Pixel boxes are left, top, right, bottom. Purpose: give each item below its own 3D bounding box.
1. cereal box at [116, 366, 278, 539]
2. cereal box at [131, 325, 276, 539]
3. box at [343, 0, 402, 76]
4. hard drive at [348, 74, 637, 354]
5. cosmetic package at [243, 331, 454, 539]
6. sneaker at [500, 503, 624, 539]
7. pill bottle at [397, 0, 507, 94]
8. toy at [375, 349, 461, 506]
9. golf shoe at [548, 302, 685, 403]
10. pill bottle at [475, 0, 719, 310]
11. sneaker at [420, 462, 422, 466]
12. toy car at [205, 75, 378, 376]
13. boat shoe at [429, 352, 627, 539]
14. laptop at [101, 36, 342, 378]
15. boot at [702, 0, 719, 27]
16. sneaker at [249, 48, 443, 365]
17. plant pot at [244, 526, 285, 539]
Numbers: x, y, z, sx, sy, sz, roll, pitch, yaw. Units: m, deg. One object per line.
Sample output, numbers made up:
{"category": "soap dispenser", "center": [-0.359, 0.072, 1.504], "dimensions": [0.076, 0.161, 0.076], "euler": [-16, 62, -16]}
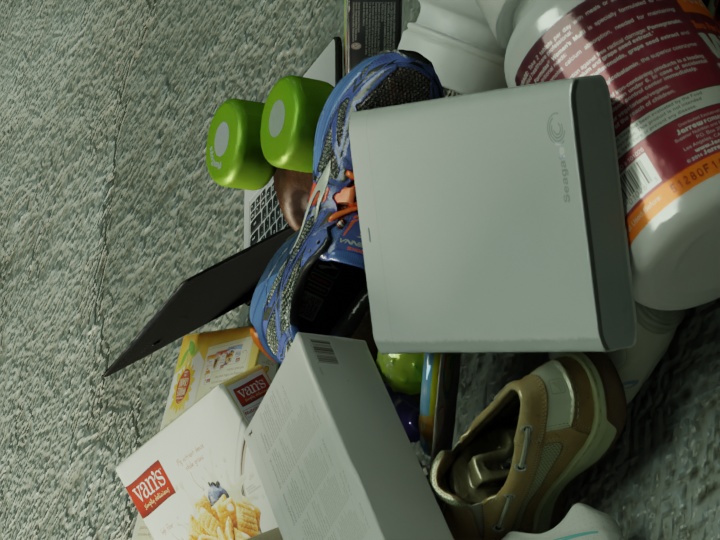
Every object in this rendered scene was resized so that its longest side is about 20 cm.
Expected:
{"category": "cereal box", "center": [-0.056, 0.173, 1.564], "dimensions": [0.201, 0.039, 0.144], "euler": [59, 140, 7]}
{"category": "cereal box", "center": [-0.105, 0.141, 1.828], "dimensions": [0.144, 0.039, 0.201], "euler": [-8, 66, 63]}
{"category": "box", "center": [0.007, -0.162, 1.705], "dimensions": [0.201, 0.034, 0.111], "euler": [91, 178, -53]}
{"category": "hard drive", "center": [0.064, -0.024, 1.345], "dimensions": [0.200, 0.026, 0.133], "euler": [-3, 94, 58]}
{"category": "cosmetic package", "center": [-0.001, 0.133, 1.412], "dimensions": [0.083, 0.050, 0.201], "euler": [-59, 38, 32]}
{"category": "sneaker", "center": [0.078, 0.190, 1.406], "dimensions": [0.200, 0.070, 0.081], "euler": [-33, 38, 43]}
{"category": "pill bottle", "center": [0.092, -0.202, 1.583], "dimensions": [0.111, 0.110, 0.201], "euler": [32, 102, 64]}
{"category": "toy", "center": [0.035, 0.039, 1.483], "dimensions": [0.115, 0.047, 0.202], "euler": [-20, -61, -80]}
{"category": "golf shoe", "center": [0.112, 0.005, 1.450], "dimensions": [0.098, 0.078, 0.200], "euler": [-71, 23, 14]}
{"category": "pill bottle", "center": [0.140, -0.088, 1.337], "dimensions": [0.110, 0.109, 0.201], "euler": [-50, 55, 37]}
{"category": "sneaker", "center": [-0.019, 0.147, 1.626], "dimensions": [0.200, 0.077, 0.083], "euler": [162, 120, -71]}
{"category": "toy car", "center": [0.000, 0.000, 1.589], "dimensions": [0.158, 0.163, 0.202], "euler": [-13, 71, 62]}
{"category": "boat shoe", "center": [0.069, 0.109, 1.415], "dimensions": [0.072, 0.076, 0.201], "euler": [64, 147, 31]}
{"category": "laptop", "center": [-0.096, -0.042, 1.813], "dimensions": [0.187, 0.115, 0.201], "euler": [136, 138, -58]}
{"category": "boot", "center": [0.155, -0.176, 1.441], "dimensions": [0.203, 0.073, 0.154], "euler": [-35, 41, 19]}
{"category": "sneaker", "center": [0.000, -0.028, 1.487], "dimensions": [0.078, 0.075, 0.201], "euler": [-125, 53, -70]}
{"category": "plant pot", "center": [-0.094, 0.283, 1.439], "dimensions": [0.200, 0.176, 0.201], "euler": [63, 146, 32]}
